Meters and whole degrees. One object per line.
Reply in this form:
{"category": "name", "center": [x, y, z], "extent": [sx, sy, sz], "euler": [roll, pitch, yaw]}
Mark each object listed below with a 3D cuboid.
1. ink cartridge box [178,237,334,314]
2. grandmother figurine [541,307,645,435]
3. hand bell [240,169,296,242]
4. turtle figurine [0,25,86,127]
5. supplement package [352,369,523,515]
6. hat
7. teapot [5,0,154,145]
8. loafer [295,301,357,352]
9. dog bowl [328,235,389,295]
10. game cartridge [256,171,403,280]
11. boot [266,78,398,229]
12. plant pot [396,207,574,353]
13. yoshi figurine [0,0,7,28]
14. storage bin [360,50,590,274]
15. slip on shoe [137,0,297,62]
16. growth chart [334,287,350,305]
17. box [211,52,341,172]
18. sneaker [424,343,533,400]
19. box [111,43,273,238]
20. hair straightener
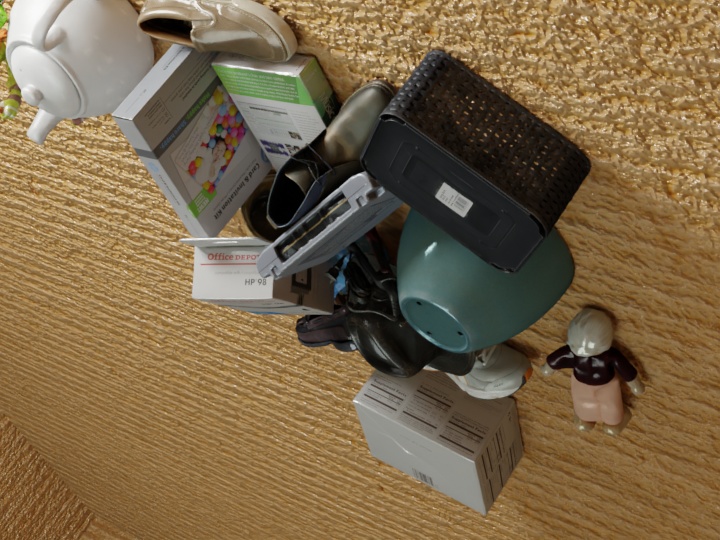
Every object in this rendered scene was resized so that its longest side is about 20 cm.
{"category": "ink cartridge box", "center": [-0.124, 0.009, 1.687], "extent": [0.114, 0.068, 0.199], "euler": [-1, 171, 26]}
{"category": "grandmother figurine", "center": [0.268, 0.115, 1.624], "extent": [0.119, 0.061, 0.201], "euler": [0, 142, 11]}
{"category": "hand bell", "center": [-0.131, -0.040, 1.793], "extent": [0.104, 0.105, 0.200], "euler": [38, 150, -3]}
{"category": "turtle figurine", "center": [-0.420, -0.265, 1.814], "extent": [0.160, 0.202, 0.064], "euler": [26, 131, -32]}
{"category": "supplement package", "center": [0.111, 0.220, 1.948], "extent": [0.198, 0.111, 0.157], "euler": [25, 153, 27]}
{"category": "hat", "center": [0.041, 0.077, 1.695], "extent": [0.199, 0.081, 0.202], "euler": [31, 149, 21]}
{"category": "teapot", "center": [-0.353, -0.256, 1.681], "extent": [0.196, 0.147, 0.201], "euler": [7, 138, 40]}
{"category": "loafer", "center": [-0.038, 0.064, 1.877], "extent": [0.199, 0.071, 0.064], "euler": [5, 120, 65]}
{"category": "dog bowl", "center": [-0.037, -0.017, 1.808], "extent": [0.112, 0.050, 0.199], "euler": [48, 154, -22]}
{"category": "game cartridge", "center": [-0.015, -0.060, 1.554], "extent": [0.199, 0.133, 0.041], "euler": [-37, 77, 37]}
{"category": "boot", "center": [-0.029, -0.117, 1.499], "extent": [0.075, 0.097, 0.200], "euler": [43, 133, 6]}
{"category": "plant pot", "center": [0.117, 0.010, 1.543], "extent": [0.199, 0.135, 0.201], "euler": [30, 155, 15]}
{"category": "yoshi figurine", "center": [-0.475, -0.324, 1.687], "extent": [0.111, 0.113, 0.201], "euler": [15, 122, -24]}
{"category": "storage bin", "center": [0.111, -0.105, 1.398], "extent": [0.199, 0.094, 0.135], "euler": [37, 156, 3]}
{"category": "slip on shoe", "center": [-0.158, -0.262, 1.525], "extent": [0.198, 0.061, 0.076], "euler": [26, 154, 24]}
{"category": "growth chart", "center": [0.001, 0.063, 1.913], "extent": [0.199, 0.018, 0.145], "euler": [18, 149, 53]}
{"category": "box", "center": [-0.071, -0.167, 1.607], "extent": [0.143, 0.037, 0.201], "euler": [15, 149, 40]}
{"category": "sneaker", "center": [0.124, 0.094, 1.762], "extent": [0.198, 0.076, 0.093], "euler": [17, 145, 36]}
{"category": "box", "center": [-0.183, -0.158, 1.627], "extent": [0.041, 0.156, 0.201], "euler": [16, 148, 38]}
{"category": "hair straightener", "center": [0.000, 0.000, 1.635], "extent": [0.041, 0.077, 0.201], "euler": [46, -168, -41]}
